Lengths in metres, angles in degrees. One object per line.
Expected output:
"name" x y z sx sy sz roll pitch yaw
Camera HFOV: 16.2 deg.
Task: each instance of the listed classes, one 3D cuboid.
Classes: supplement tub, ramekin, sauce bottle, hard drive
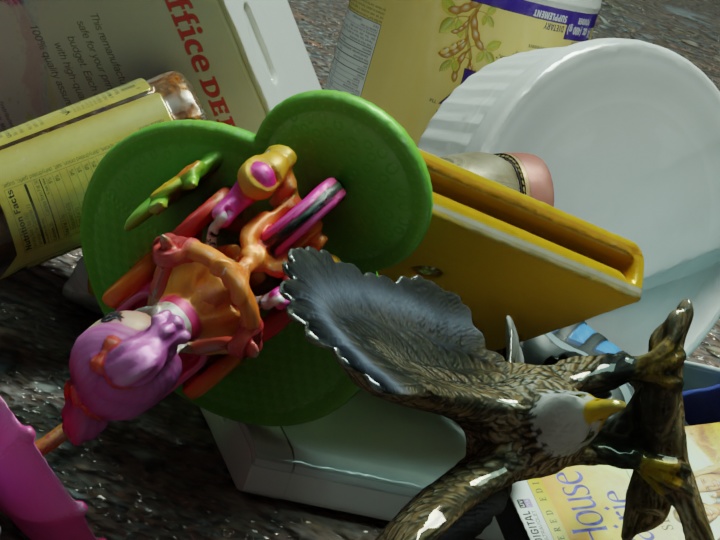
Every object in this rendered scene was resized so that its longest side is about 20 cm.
"supplement tub" 0.050 -0.099 1.514 0.145 0.200 0.145 15 11 -3
"ramekin" 0.114 -0.033 1.420 0.202 0.202 0.094 9 6 -32
"sauce bottle" -0.164 -0.031 1.159 0.200 0.066 0.066 -21 28 -11
"hard drive" 0.026 0.087 1.209 0.200 0.027 0.132 14 17 -20

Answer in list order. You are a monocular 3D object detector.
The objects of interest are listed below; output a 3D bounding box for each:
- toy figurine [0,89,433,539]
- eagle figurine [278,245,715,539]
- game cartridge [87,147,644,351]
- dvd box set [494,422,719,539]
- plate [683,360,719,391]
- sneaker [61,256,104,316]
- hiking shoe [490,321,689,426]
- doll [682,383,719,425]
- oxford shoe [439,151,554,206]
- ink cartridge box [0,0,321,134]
"toy figurine" -0.081 0.032 1.018 0.150 0.200 0.184 49 40 -5
"eagle figurine" 0.046 0.066 0.994 0.200 0.151 0.152 -8 51 -27
"game cartridge" 0.000 0.000 1.174 0.176 0.032 0.200 22 -27 -35
"dvd box set" 0.168 0.119 1.093 0.200 0.029 0.146 -5 35 -12
"plate" 0.241 0.092 1.356 0.200 0.026 0.200 21 -6 2
"sneaker" -0.097 -0.021 1.311 0.074 0.087 0.200 23 17 4
"hiking shoe" 0.097 0.057 1.244 0.087 0.074 0.200 27 15 -31
"doll" 0.228 0.073 1.229 0.200 0.048 0.136 -19 -47 43
"oxford shoe" 0.008 -0.013 1.260 0.075 0.200 0.070 8 62 -35
"ink cartridge box" -0.136 -0.100 1.252 0.200 0.148 0.086 -11 31 18
